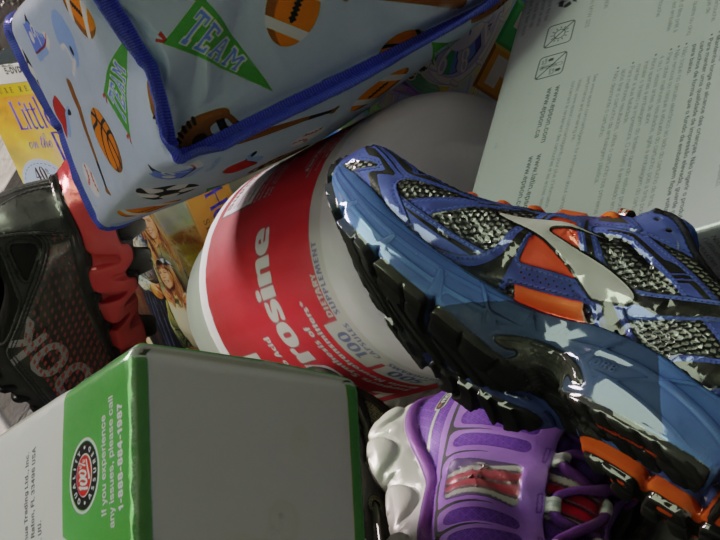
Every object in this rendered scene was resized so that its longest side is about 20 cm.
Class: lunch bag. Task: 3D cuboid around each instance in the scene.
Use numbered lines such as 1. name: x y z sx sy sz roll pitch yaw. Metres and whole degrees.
1. lunch bag: -0.025 -0.114 0.889 0.200 0.124 0.170 -25 2 -17

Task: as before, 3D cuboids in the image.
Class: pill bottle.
1. pill bottle: 0.000 0.000 0.944 0.200 0.112 0.112 -22 40 64

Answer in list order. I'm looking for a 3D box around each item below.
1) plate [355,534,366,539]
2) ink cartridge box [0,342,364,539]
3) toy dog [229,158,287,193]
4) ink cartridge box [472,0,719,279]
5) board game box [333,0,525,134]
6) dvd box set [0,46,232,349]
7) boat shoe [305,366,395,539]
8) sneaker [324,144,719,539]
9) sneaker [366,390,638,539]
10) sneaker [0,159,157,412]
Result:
1. plate: -0.038 0.201 0.745 0.199 0.032 0.200 -27 59 53
2. ink cartridge box: -0.083 0.125 0.728 0.200 0.083 0.147 -30 58 52
3. toy dog: -0.026 -0.088 1.109 0.194 0.139 0.200 -53 -23 -68
4. ink cartridge box: 0.135 -0.073 0.780 0.200 0.043 0.197 -15 42 36
5. board game box: 0.043 -0.139 1.024 0.200 0.134 0.034 -63 18 -12
6. dvd box set: -0.106 -0.020 1.101 0.029 0.200 0.146 -34 21 -32
7. boat shoe: -0.015 0.120 0.836 0.073 0.065 0.200 -34 32 26
8. sneaker: 0.069 0.012 0.705 0.200 0.075 0.078 33 70 30
9. sneaker: 0.055 0.082 0.726 0.083 0.081 0.200 -37 27 10
10. sneaker: -0.141 0.038 1.065 0.071 0.098 0.201 -118 16 -53
